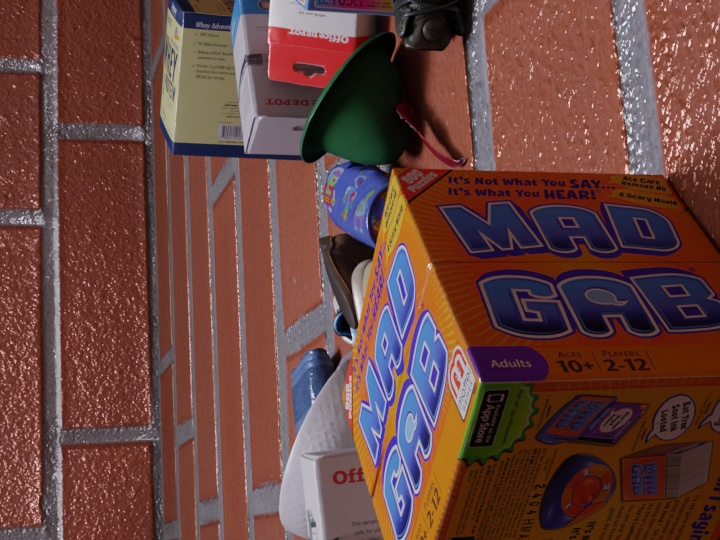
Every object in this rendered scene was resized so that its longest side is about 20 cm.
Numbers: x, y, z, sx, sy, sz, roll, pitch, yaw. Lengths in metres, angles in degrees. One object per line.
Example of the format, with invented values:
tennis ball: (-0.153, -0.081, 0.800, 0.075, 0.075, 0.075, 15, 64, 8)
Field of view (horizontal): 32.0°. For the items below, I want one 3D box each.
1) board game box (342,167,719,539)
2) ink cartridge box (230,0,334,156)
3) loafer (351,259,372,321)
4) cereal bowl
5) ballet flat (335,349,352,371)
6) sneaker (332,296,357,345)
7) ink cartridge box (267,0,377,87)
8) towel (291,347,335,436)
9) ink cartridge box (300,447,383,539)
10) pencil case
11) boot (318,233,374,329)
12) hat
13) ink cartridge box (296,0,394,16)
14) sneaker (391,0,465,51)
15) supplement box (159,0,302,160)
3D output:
board game box: (0.117, 0.075, 0.807, 0.201, 0.197, 0.202, -110, 25, -50)
ink cartridge box: (-0.079, -0.247, 1.560, 0.084, 0.143, 0.202, 117, 149, -57)
loafer: (0.044, 0.079, 1.249, 0.068, 0.075, 0.203, -26, 76, 44)
cereal bowl: (-0.001, 0.195, 1.310, 0.201, 0.082, 0.201, -54, -23, -35)
ballet flat: (-0.007, 0.164, 1.481, 0.073, 0.071, 0.202, -107, 24, -44)
sneaker: (-0.005, 0.048, 1.438, 0.200, 0.071, 0.073, -149, 59, -72)
ink cartridge box: (-0.041, -0.319, 1.464, 0.067, 0.115, 0.203, -29, -52, -64)
towel: (-0.052, 0.211, 1.635, 0.112, 0.048, 0.203, 127, 141, -63)
ink cartridge box: (0.029, 0.262, 1.168, 0.084, 0.144, 0.203, 158, 107, -77)
pencil case: (0.019, -0.071, 1.351, 0.088, 0.077, 0.200, -69, 19, 6)
boot: (0.000, 0.000, 1.367, 0.200, 0.074, 0.075, -105, 0, -68)
hat: (0.046, -0.137, 1.345, 0.200, 0.175, 0.167, -41, -17, -52)
ink cartridge box: (0.007, -0.370, 1.289, 0.076, 0.135, 0.203, -131, 44, -63)
sneaker: (0.073, -0.283, 1.179, 0.200, 0.075, 0.116, 114, 149, -60)
supplement box: (-0.176, -0.277, 1.788, 0.134, 0.197, 0.202, -125, 40, -60)
